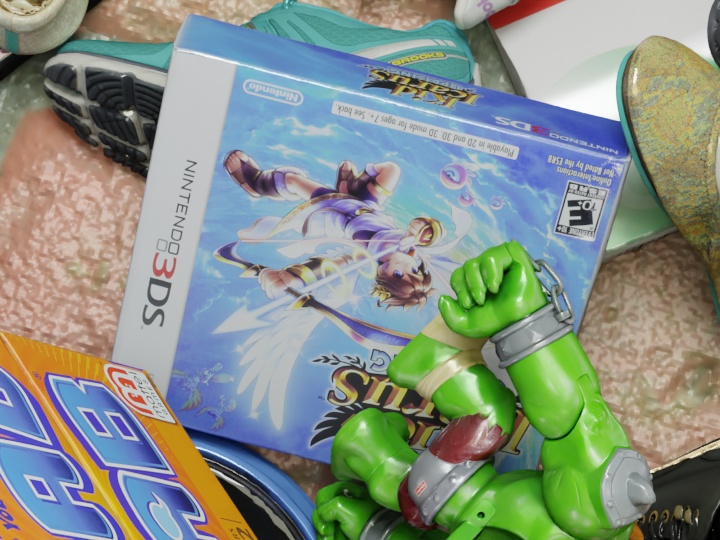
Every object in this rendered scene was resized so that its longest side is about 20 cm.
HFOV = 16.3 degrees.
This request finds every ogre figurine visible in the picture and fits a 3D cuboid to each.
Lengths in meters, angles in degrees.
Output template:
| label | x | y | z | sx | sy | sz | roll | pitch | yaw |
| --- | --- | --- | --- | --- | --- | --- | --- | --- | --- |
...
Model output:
| label | x | y | z | sx | sy | sz | roll | pitch | yaw |
| --- | --- | --- | --- | --- | --- | --- | --- | --- | --- |
| ogre figurine | 0.051 | 0.089 | 1.037 | 0.120 | 0.098 | 0.200 | 50 | 119 | 17 |

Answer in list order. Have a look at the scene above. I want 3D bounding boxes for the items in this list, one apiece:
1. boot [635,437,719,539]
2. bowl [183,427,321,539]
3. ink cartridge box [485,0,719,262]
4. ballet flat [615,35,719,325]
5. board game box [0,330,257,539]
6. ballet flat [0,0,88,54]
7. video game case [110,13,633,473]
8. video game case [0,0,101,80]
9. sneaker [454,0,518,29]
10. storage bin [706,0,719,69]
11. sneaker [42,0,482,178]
| label | x | y | z | sx | sy | sz | roll | pitch | yaw |
| --- | --- | --- | --- | --- | --- | --- | --- | --- | --- |
| boot | 0.118 | 0.123 | 1.088 | 0.200 | 0.138 | 0.078 | -32 | 87 | -2 |
| bowl | -0.099 | 0.168 | 1.132 | 0.200 | 0.039 | 0.201 | 0 | 85 | 0 |
| ink cartridge box | 0.141 | -0.124 | 1.156 | 0.161 | 0.050 | 0.200 | -23 | 88 | -3 |
| ballet flat | 0.171 | -0.027 | 1.085 | 0.071 | 0.200 | 0.071 | -16 | 44 | 16 |
| board game box | -0.158 | 0.159 | 0.971 | 0.200 | 0.200 | 0.200 | -46 | 58 | 15 |
| ballet flat | -0.128 | -0.195 | 1.126 | 0.067 | 0.062 | 0.200 | 10 | 84 | -1 |
| video game case | 0.000 | 0.000 | 1.101 | 0.200 | 0.045 | 0.181 | 14 | 118 | 1 |
| video game case | -0.181 | -0.194 | 1.168 | 0.200 | 0.026 | 0.181 | -39 | 86 | -3 |
| sneaker | 0.007 | -0.193 | 1.138 | 0.200 | 0.075 | 0.100 | 43 | 86 | 12 |
| storage bin | 0.263 | -0.083 | 1.083 | 0.135 | 0.094 | 0.200 | -50 | 120 | -7 |
| sneaker | -0.044 | -0.084 | 1.148 | 0.200 | 0.078 | 0.080 | 4 | 56 | 4 |
